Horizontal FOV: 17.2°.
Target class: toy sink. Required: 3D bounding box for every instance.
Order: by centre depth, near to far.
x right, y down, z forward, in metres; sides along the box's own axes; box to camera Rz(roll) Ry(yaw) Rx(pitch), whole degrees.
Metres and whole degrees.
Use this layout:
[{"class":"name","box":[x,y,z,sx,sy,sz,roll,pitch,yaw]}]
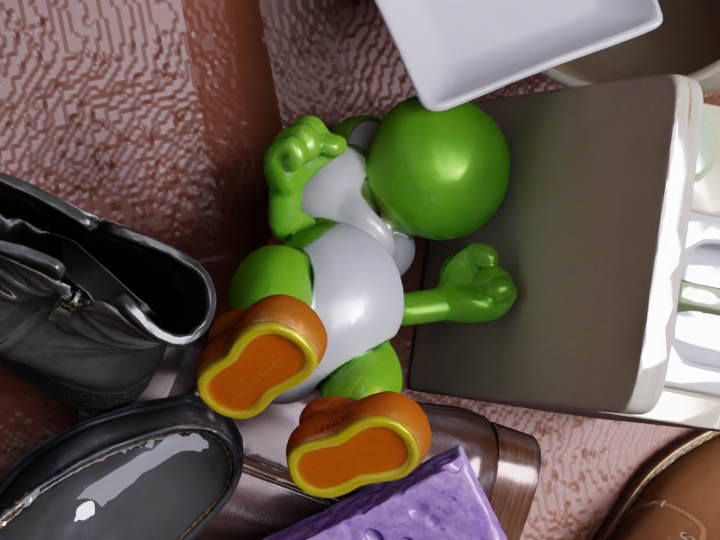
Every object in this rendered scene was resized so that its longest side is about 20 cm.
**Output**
[{"class":"toy sink","box":[0.118,-0.002,0.983,0.112,0.200,0.131,10,85,-23]}]

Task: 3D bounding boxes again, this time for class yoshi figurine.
[{"class":"yoshi figurine","box":[0.008,-0.010,0.941,0.111,0.200,0.113,9,125,5]}]

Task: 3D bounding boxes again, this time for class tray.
[{"class":"tray","box":[0.038,-0.162,0.995,0.107,0.022,0.201,-21,68,-7]}]

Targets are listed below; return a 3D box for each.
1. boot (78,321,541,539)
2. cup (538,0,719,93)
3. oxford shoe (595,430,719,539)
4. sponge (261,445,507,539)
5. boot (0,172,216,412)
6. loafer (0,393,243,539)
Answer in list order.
[{"class":"boot","box":[-0.041,0.123,0.990,0.199,0.064,0.187,18,83,-20]},{"class":"cup","box":[0.161,-0.164,1.025,0.143,0.200,0.201,8,86,-48]},{"class":"oxford shoe","box":[0.139,0.137,1.063,0.200,0.071,0.071,-40,103,-21]},{"class":"sponge","box":[-0.023,0.162,0.958,0.199,0.030,0.112,-26,103,9]},{"class":"boot","box":[-0.152,-0.015,0.883,0.199,0.131,0.068,21,70,-6]},{"class":"loafer","box":[-0.128,0.121,0.915,0.200,0.072,0.073,-36,108,-2]}]
